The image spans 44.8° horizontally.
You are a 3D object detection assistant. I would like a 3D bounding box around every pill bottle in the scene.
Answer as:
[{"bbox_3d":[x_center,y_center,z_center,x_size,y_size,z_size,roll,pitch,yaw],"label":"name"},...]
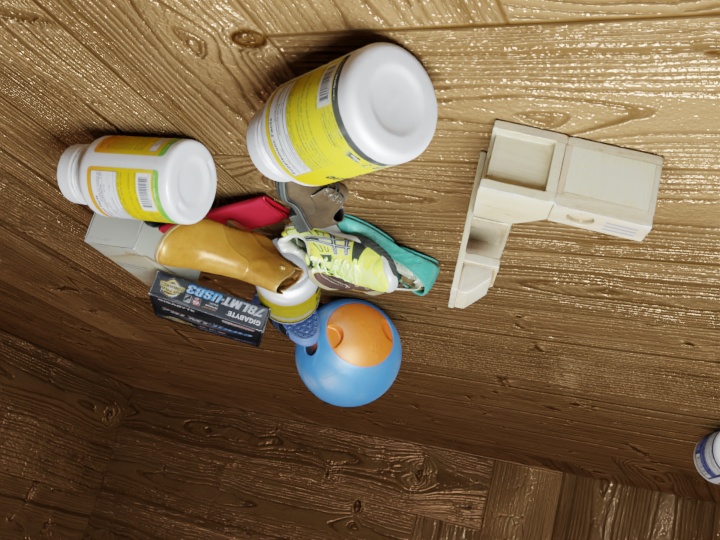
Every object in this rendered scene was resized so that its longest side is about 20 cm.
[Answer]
[{"bbox_3d":[-0.120,0.014,1.442,0.111,0.112,0.200,15,163,2],"label":"pill bottle"},{"bbox_3d":[-0.304,-0.124,1.174,0.199,0.112,0.111,7,161,26],"label":"pill bottle"},{"bbox_3d":[0.771,0.377,1.799,0.111,0.112,0.200,13,163,6],"label":"pill bottle"},{"bbox_3d":[-0.027,-0.146,0.872,0.112,0.113,0.200,27,160,-33],"label":"pill bottle"}]

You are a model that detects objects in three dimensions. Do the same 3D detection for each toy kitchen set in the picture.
[{"bbox_3d":[0.200,-0.029,0.953,0.180,0.164,0.200,13,163,6],"label":"toy kitchen set"}]

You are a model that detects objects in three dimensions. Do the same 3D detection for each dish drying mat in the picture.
[{"bbox_3d":[-0.205,-0.073,1.318,0.199,0.018,0.077,-11,157,28],"label":"dish drying mat"}]

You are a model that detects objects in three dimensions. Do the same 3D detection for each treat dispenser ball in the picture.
[{"bbox_3d":[-0.023,0.153,1.635,0.200,0.202,0.201,14,163,4],"label":"treat dispenser ball"}]

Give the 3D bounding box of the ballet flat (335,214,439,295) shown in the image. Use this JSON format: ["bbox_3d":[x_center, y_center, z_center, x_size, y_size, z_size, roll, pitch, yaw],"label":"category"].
[{"bbox_3d":[0.035,-0.014,1.293,0.200,0.071,0.067,26,160,-30],"label":"ballet flat"}]

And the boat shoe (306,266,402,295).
[{"bbox_3d":[0.000,0.000,1.345,0.072,0.073,0.200,-3,166,38],"label":"boat shoe"}]

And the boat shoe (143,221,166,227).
[{"bbox_3d":[-0.278,-0.107,1.296,0.068,0.057,0.200,23,161,-21],"label":"boat shoe"}]

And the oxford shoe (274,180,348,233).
[{"bbox_3d":[-0.061,-0.113,1.102,0.084,0.073,0.200,-5,160,9],"label":"oxford shoe"}]

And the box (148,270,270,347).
[{"bbox_3d":[-0.258,0.072,1.507,0.199,0.050,0.199,18,166,-6],"label":"box"}]

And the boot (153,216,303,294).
[{"bbox_3d":[-0.172,-0.014,1.204,0.144,0.071,0.201,34,-157,20],"label":"boot"}]

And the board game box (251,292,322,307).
[{"bbox_3d":[-0.110,0.097,1.814,0.135,0.035,0.200,-2,156,45],"label":"board game box"}]

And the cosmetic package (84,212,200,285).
[{"bbox_3d":[-0.357,-0.035,1.470,0.103,0.073,0.200,8,162,23],"label":"cosmetic package"}]

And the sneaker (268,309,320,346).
[{"bbox_3d":[-0.124,0.087,1.590,0.200,0.070,0.078,50,156,47],"label":"sneaker"}]

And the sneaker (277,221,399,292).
[{"bbox_3d":[-0.032,-0.013,1.227,0.200,0.076,0.076,27,139,33],"label":"sneaker"}]
